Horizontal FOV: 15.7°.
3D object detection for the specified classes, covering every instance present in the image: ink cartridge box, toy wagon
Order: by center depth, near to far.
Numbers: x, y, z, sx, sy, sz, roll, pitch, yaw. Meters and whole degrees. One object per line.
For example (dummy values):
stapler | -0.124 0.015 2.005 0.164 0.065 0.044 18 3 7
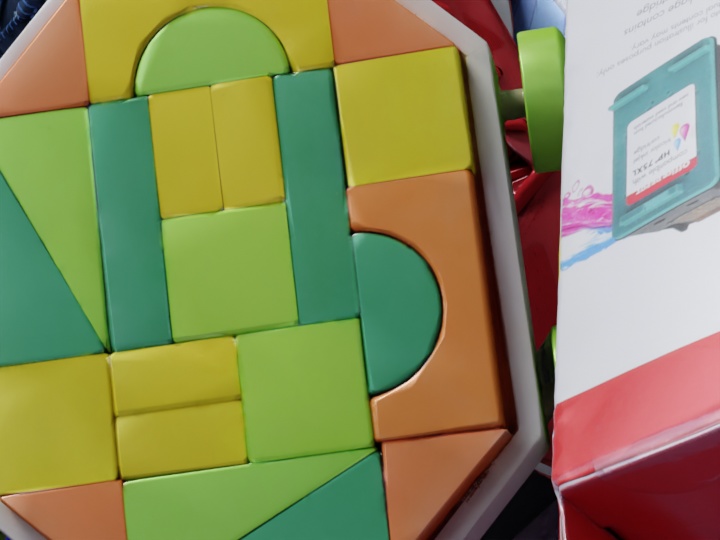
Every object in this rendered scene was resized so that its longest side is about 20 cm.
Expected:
ink cartridge box | 0.099 0.018 0.551 0.067 0.116 0.201 -26 41 31
toy wagon | -0.021 0.026 0.585 0.154 0.040 0.202 -8 77 6

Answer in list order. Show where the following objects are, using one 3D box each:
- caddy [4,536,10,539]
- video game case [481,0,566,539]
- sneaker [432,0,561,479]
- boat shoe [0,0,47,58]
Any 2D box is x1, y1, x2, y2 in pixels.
caddy | -0.106 0.112 0.682 0.142 0.104 0.201 -79 -1 -71
video game case | 0.000 0.000 0.726 0.200 0.025 0.181 -44 53 14
sneaker | 0.006 -0.041 0.649 0.078 0.115 0.201 -39 55 15
boat shoe | -0.079 -0.112 0.828 0.200 0.069 0.084 -26 32 51
